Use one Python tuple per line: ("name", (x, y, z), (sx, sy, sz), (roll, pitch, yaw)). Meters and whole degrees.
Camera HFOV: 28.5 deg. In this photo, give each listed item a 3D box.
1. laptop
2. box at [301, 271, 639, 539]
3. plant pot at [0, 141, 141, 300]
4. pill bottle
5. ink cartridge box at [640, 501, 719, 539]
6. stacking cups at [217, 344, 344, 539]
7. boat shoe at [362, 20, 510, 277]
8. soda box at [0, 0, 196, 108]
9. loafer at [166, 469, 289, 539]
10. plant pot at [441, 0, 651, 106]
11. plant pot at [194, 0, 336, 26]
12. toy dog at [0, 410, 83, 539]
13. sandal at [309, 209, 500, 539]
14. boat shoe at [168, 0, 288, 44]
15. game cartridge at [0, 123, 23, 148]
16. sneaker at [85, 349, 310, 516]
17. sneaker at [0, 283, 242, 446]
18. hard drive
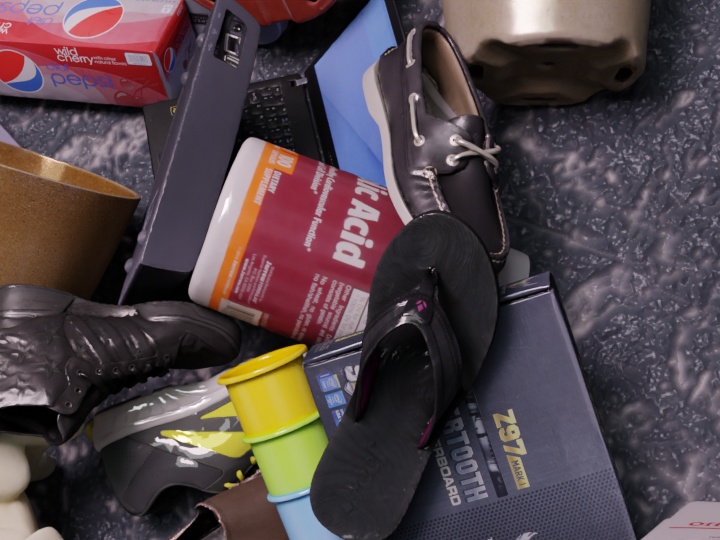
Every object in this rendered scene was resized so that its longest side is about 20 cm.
("laptop", (-0.056, -0.093, 1.018), (0.199, 0.103, 0.178), (-12, 61, -3))
("box", (0.071, 0.118, 0.851), (0.157, 0.051, 0.201), (-17, 99, 10))
("plant pot", (-0.273, 0.013, 0.997), (0.186, 0.186, 0.201), (22, 97, 26))
("pill bottle", (0.000, 0.000, 0.915), (0.199, 0.114, 0.115), (20, 71, -4))
("ink cartridge box", (0.204, 0.184, 0.771), (0.116, 0.200, 0.068), (-2, 96, 31))
("stacking cups", (-0.025, 0.148, 0.881), (0.060, 0.061, 0.201), (-20, 97, 9))
("boat shoe", (0.056, -0.077, 0.887), (0.060, 0.074, 0.200), (-46, 39, 30))
("soda box", (-0.234, -0.180, 1.130), (0.199, 0.064, 0.070), (7, 52, 17))
("loafer", (-0.069, 0.172, 0.919), (0.200, 0.071, 0.073), (-40, 60, -2))
("plant pot", (0.128, -0.220, 0.984), (0.200, 0.200, 0.184), (-3, 77, 17))
("plant pot", (-0.060, -0.300, 1.041), (0.200, 0.201, 0.196), (1, 54, 19))
("toy dog", (-0.257, 0.201, 0.907), (0.139, 0.193, 0.201), (-37, 54, 50))
("sandal", (0.026, 0.066, 0.796), (0.075, 0.048, 0.201), (18, 102, 6))
("boat shoe", (-0.142, -0.231, 1.138), (0.199, 0.070, 0.066), (9, 57, 23))
("game cartridge", (-0.311, -0.049, 1.128), (0.130, 0.038, 0.200), (-42, 60, -8))
("sneaker", (-0.083, 0.109, 0.965), (0.199, 0.074, 0.085), (-18, 84, 7))
("sneaker", (-0.177, 0.069, 0.899), (0.199, 0.060, 0.105), (9, 57, -11))
("hard drive", (-0.117, -0.074, 0.969), (0.042, 0.135, 0.201), (17, 69, -11))
